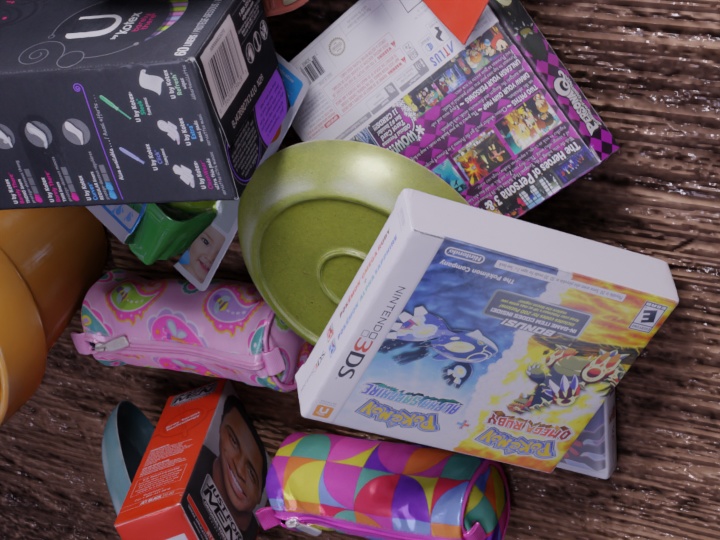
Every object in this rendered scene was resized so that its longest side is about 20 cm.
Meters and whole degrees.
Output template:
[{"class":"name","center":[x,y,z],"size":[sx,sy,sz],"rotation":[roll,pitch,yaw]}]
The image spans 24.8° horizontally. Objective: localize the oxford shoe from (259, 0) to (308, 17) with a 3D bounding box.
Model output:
[{"class":"oxford shoe","center":[-0.108,-0.204,1.113],"size":[0.199,0.074,0.071],"rotation":[0,128,22]}]

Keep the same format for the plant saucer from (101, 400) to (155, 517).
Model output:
[{"class":"plant saucer","center":[-0.170,0.206,1.379],"size":[0.027,0.200,0.201],"rotation":[-24,110,4]}]

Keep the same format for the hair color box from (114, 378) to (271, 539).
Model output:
[{"class":"hair color box","center":[-0.128,0.180,1.313],"size":[0.061,0.200,0.102],"rotation":[-20,111,14]}]

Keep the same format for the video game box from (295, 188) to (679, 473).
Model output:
[{"class":"video game box","center":[0.081,0.047,1.097],"size":[0.199,0.047,0.183],"rotation":[14,132,-19]}]

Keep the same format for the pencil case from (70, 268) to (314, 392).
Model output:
[{"class":"pencil case","center":[-0.132,0.047,1.306],"size":[0.199,0.087,0.088],"rotation":[5,123,29]}]

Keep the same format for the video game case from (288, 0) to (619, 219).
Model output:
[{"class":"video game case","center":[0.049,-0.105,1.100],"size":[0.200,0.036,0.182],"rotation":[-36,89,43]}]

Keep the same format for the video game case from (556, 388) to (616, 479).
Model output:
[{"class":"video game case","center":[0.091,0.057,1.209],"size":[0.199,0.023,0.183],"rotation":[11,126,27]}]

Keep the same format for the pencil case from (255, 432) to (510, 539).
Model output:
[{"class":"pencil case","center":[0.019,0.180,1.302],"size":[0.199,0.088,0.089],"rotation":[0,121,32]}]

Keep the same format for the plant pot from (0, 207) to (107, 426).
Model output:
[{"class":"plant pot","center":[-0.306,0.005,1.321],"size":[0.199,0.183,0.201],"rotation":[18,129,23]}]

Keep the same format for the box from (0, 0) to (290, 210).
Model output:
[{"class":"box","center":[-0.163,-0.116,1.070],"size":[0.199,0.123,0.107],"rotation":[-2,125,20]}]

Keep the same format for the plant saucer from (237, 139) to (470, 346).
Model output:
[{"class":"plant saucer","center":[0.000,0.000,1.137],"size":[0.199,0.031,0.201],"rotation":[14,135,15]}]

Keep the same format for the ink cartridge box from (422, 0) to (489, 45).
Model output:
[{"class":"ink cartridge box","center":[0.006,-0.237,1.009],"size":[0.200,0.050,0.109],"rotation":[48,136,18]}]

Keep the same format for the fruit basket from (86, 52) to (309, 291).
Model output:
[{"class":"fruit basket","center":[-0.141,-0.112,1.183],"size":[0.185,0.094,0.201],"rotation":[43,132,17]}]
